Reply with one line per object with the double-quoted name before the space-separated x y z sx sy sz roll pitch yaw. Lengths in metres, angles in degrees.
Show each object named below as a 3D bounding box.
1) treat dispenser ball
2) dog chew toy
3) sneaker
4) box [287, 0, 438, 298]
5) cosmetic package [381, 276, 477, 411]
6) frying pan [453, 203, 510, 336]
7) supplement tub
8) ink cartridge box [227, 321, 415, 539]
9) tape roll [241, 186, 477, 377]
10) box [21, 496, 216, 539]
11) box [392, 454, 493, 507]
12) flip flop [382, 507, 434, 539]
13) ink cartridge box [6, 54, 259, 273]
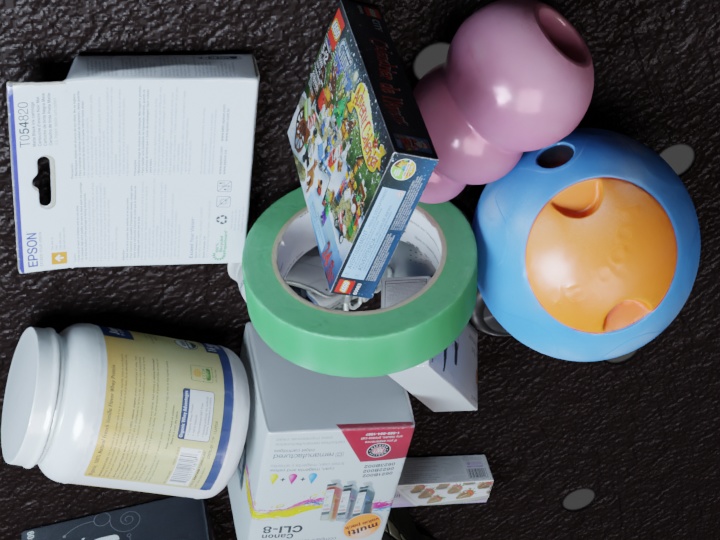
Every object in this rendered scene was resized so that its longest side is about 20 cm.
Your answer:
"treat dispenser ball" 0.194 -0.023 1.218 0.198 0.202 0.202 -8 134 -9
"dog chew toy" 0.097 -0.129 1.153 0.124 0.125 0.200 24 130 -33
"sneaker" -0.018 0.008 1.264 0.197 0.088 0.075 -9 132 -10
"box" -0.004 -0.098 1.090 0.037 0.201 0.137 7 130 -22
"cosmetic package" 0.067 0.072 1.293 0.050 0.084 0.200 -1 164 17
"frying pan" 0.148 0.000 1.349 0.114 0.031 0.191 -14 137 -4
"supplement tub" -0.215 0.127 1.275 0.198 0.145 0.145 12 128 -26
"ink cartridge box" -0.046 0.169 1.364 0.143 0.145 0.201 -1 133 -16
"tape roll" 0.000 0.000 1.182 0.198 0.202 0.049 -11 135 -6
"box" -0.246 0.329 1.468 0.198 0.123 0.107 -12 134 -5
"box" 0.046 0.231 1.522 0.198 0.042 0.039 -1 132 -17
"flip flop" 0.040 0.317 1.584 0.057 0.082 0.200 -18 142 21
"ink cartridge box" -0.188 -0.087 1.157 0.197 0.041 0.201 -3 133 -14
